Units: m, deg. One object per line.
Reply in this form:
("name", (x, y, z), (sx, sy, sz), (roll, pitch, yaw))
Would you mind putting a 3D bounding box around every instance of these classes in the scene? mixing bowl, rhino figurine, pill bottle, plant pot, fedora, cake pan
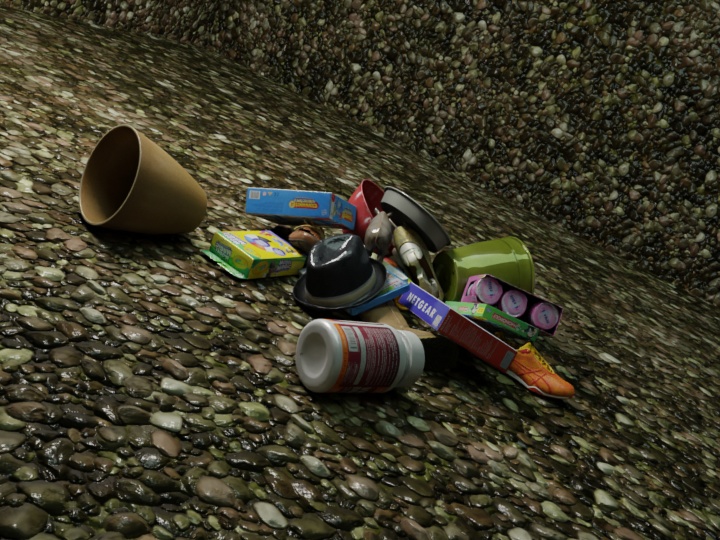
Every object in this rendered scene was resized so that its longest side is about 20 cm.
("mixing bowl", (0.022, -0.105, 1.890), (0.200, 0.107, 0.202), (48, 23, -27))
("rhino figurine", (0.042, -0.080, 1.696), (0.058, 0.089, 0.201), (8, 26, 4))
("pill bottle", (0.003, 0.137, 1.233), (0.197, 0.111, 0.109), (8, 23, -40))
("plant pot", (0.269, 0.022, 1.807), (0.189, 0.204, 0.201), (0, 27, -26))
("fedora", (-0.042, -0.008, 1.492), (0.196, 0.093, 0.202), (-5, 31, 3))
("cake pan", (0.120, -0.111, 1.779), (0.199, 0.037, 0.200), (41, -7, 6))
("plant pot", (-0.389, -0.146, 1.462), (0.198, 0.188, 0.186), (22, 13, -48))

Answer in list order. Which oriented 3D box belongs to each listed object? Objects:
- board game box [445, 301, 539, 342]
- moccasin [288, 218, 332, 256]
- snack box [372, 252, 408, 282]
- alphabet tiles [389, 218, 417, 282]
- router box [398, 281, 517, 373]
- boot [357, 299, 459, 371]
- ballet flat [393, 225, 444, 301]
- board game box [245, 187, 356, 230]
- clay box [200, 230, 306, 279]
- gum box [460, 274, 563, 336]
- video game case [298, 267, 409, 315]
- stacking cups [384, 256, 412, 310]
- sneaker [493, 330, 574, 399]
("board game box", (0.271, 0.106, 1.652), (0.133, 0.030, 0.200), (24, -7, -16))
("moccasin", (-0.107, -0.073, 1.670), (0.073, 0.078, 0.201), (34, 2, 0))
("snack box", (0.000, 0.000, 1.668), (0.114, 0.038, 0.199), (-11, 31, -31))
("alphabet tiles", (0.122, -0.037, 1.856), (0.197, 0.014, 0.200), (56, 21, -9))
("router box", (0.186, 0.108, 1.521), (0.178, 0.049, 0.200), (32, 2, -22))
("boot", (0.081, 0.105, 1.501), (0.172, 0.067, 0.200), (16, 18, -25))
("ballet flat", (0.129, -0.005, 1.731), (0.203, 0.070, 0.071), (65, 18, -6))
("board game box", (-0.129, -0.136, 1.743), (0.196, 0.057, 0.195), (5, -3, 17))
("clay box", (-0.209, -0.033, 1.547), (0.114, 0.048, 0.199), (33, 18, 26))
("gum box", (0.316, 0.074, 1.669), (0.197, 0.067, 0.113), (24, -9, -8))
("video game case", (-0.015, 0.020, 1.560), (0.141, 0.018, 0.199), (-21, 33, -29))
("stacking cups", (0.081, 0.018, 1.751), (0.059, 0.061, 0.201), (17, 19, -19))
("sneaker", (0.344, 0.192, 1.570), (0.198, 0.078, 0.073), (30, 17, 14))
